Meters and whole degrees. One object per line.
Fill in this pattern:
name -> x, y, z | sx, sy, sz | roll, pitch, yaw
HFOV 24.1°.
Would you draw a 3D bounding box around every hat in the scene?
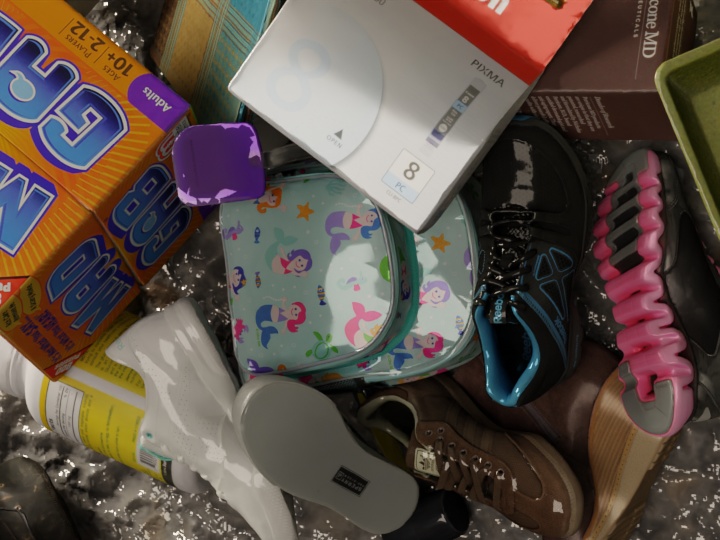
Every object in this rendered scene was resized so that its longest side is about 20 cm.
hat -> -0.286, 0.208, 1.419 | 0.081, 0.201, 0.201 | -41, 84, -14

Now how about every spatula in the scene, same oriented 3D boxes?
spatula -> -0.029, -0.083, 1.148 | 0.200, 0.021, 0.057 | -9, 107, -3

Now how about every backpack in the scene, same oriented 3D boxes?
backpack -> 0.000, 0.000, 1.216 | 0.200, 0.151, 0.178 | -7, 86, 17

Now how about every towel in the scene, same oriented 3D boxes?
towel -> -0.100, -0.182, 1.216 | 0.200, 0.022, 0.147 | 52, 128, 53

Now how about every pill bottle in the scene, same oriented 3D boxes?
pill bottle -> -0.191, 0.091, 1.340 | 0.200, 0.112, 0.113 | 22, 111, 17

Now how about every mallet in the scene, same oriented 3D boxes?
mallet -> 0.009, 0.129, 1.309 | 0.066, 0.041, 0.200 | -35, 83, 29

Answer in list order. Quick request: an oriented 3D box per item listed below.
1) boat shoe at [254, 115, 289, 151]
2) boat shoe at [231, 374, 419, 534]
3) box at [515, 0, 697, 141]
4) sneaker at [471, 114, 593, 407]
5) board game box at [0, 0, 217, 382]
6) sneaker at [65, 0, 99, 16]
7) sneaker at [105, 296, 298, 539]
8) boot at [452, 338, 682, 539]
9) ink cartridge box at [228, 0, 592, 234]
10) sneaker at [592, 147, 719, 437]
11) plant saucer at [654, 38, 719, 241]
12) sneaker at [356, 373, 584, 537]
boat shoe -> -0.071, -0.184, 1.248 | 0.068, 0.072, 0.200 | 29, 121, 37
boat shoe -> -0.036, 0.128, 1.212 | 0.071, 0.200, 0.064 | -50, 44, -5
box -> 0.121, -0.147, 1.146 | 0.200, 0.075, 0.100 | 2, 67, 21
sneaker -> 0.113, -0.003, 1.136 | 0.073, 0.082, 0.200 | 3, 109, 29
board game box -> -0.247, -0.074, 1.230 | 0.200, 0.200, 0.200 | 40, 80, 12
sneaker -> -0.179, -0.259, 1.264 | 0.080, 0.076, 0.200 | 41, 116, 15
sneaker -> -0.116, 0.124, 1.234 | 0.088, 0.075, 0.200 | -27, 96, 0
boot -> 0.134, 0.132, 1.249 | 0.166, 0.072, 0.200 | 38, 119, 26
ink cartridge box -> 0.035, -0.149, 1.089 | 0.160, 0.047, 0.200 | 37, 101, 9
sneaker -> 0.223, 0.013, 1.171 | 0.079, 0.095, 0.200 | 159, 106, -65
plant saucer -> 0.305, -0.073, 1.082 | 0.200, 0.048, 0.200 | -23, 94, -7
sneaker -> 0.074, 0.140, 1.211 | 0.200, 0.075, 0.071 | 33, 130, 48
